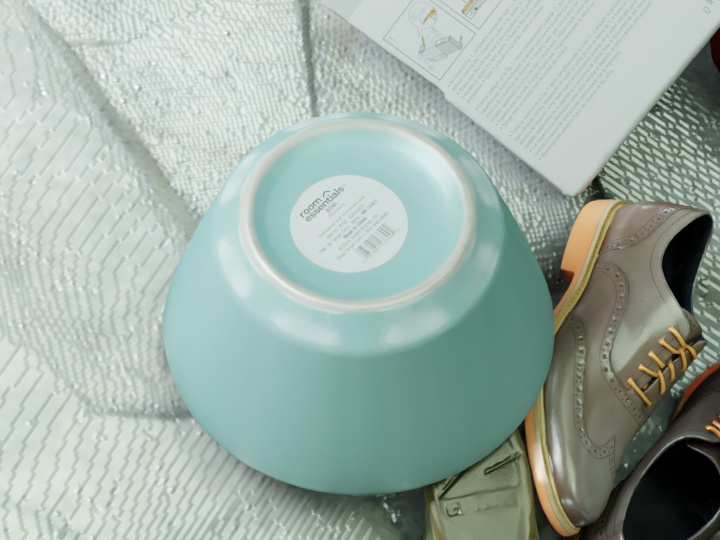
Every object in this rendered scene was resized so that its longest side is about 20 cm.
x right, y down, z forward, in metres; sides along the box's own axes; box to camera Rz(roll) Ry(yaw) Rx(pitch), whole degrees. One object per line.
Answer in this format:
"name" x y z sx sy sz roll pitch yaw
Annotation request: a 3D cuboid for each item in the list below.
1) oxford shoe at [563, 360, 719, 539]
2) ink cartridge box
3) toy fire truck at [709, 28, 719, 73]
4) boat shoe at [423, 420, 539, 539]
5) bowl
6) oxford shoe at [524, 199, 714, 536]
"oxford shoe" 0.190 0.098 1.489 0.071 0.073 0.200 43 65 2
"ink cartridge box" 0.106 -0.166 1.501 0.176 0.200 0.045 38 27 -2
"toy fire truck" 0.277 -0.115 1.528 0.176 0.129 0.200 -5 40 7
"boat shoe" 0.062 0.170 1.437 0.073 0.063 0.201 -8 76 -3
"bowl" 0.000 0.000 1.418 0.201 0.105 0.201 0 56 -1
"oxford shoe" 0.135 0.045 1.472 0.071 0.073 0.200 50 46 -46
